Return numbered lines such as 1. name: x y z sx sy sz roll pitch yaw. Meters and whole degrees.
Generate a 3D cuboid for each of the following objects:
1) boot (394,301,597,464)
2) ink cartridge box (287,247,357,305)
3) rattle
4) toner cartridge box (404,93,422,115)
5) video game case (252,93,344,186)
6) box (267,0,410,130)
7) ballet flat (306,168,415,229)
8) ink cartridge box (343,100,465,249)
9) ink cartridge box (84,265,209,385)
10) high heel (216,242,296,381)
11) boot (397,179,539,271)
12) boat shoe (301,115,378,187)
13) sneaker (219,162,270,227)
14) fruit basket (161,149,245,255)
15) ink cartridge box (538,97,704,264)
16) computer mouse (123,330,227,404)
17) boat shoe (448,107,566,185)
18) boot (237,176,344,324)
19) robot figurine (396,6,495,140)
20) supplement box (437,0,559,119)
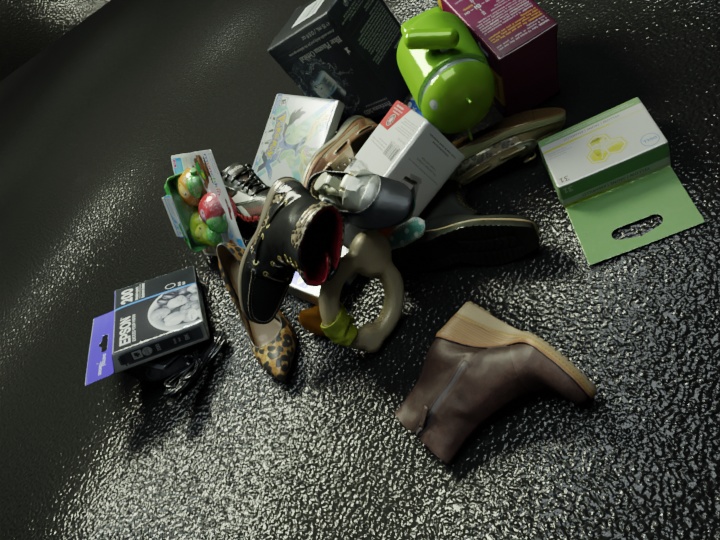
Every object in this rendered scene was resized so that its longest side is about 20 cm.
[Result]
1. boot: 0.144 0.144 0.711 0.198 0.072 0.169 29 86 44
2. ink cartridge box: -0.090 -0.011 1.005 0.197 0.039 0.101 21 68 42
3. rattle: 0.000 0.000 0.877 0.143 0.126 0.206 178 106 -79
4. toner cartridge box: 0.116 -0.287 1.093 0.093 0.043 0.202 18 66 40
5. video game case: -0.125 -0.216 1.160 0.179 0.022 0.206 19 89 43
6. box: -0.024 -0.374 1.115 0.194 0.200 0.119 -3 50 52
7. ballet flat: -0.011 -0.097 0.817 0.074 0.073 0.198 -50 32 -13
8. ink cartridge box: 0.038 -0.127 0.926 0.201 0.082 0.147 -51 27 11
9. ink cartridge box: -0.350 0.080 1.033 0.195 0.044 0.199 -21 31 -9
10. high heel: -0.158 0.056 0.918 0.070 0.143 0.202 -30 43 7
11. boot: 0.151 -0.081 0.878 0.195 0.078 0.141 -4 48 30
12. boat shoe: -0.029 -0.184 1.085 0.071 0.076 0.203 18 67 39
13. sneaker: -0.198 -0.137 1.125 0.070 0.101 0.197 -31 30 -33
14. fruit basket: -0.262 -0.104 1.076 0.092 0.190 0.198 -26 20 -25
15. ink cartridge box: 0.321 -0.118 0.810 0.142 0.048 0.204 -22 43 16
16. computer mouse: -0.311 0.145 1.012 0.195 0.054 0.139 7 42 30
17. boat shoe: 0.208 -0.180 0.938 0.195 0.064 0.074 -19 19 16
18. boot: -0.091 -0.011 0.825 0.150 0.072 0.206 28 100 57
19. robot figurine: 0.122 -0.285 0.921 0.113 0.176 0.204 -22 60 2
20. supplement box: 0.212 -0.356 0.989 0.101 0.132 0.203 -29 54 0
